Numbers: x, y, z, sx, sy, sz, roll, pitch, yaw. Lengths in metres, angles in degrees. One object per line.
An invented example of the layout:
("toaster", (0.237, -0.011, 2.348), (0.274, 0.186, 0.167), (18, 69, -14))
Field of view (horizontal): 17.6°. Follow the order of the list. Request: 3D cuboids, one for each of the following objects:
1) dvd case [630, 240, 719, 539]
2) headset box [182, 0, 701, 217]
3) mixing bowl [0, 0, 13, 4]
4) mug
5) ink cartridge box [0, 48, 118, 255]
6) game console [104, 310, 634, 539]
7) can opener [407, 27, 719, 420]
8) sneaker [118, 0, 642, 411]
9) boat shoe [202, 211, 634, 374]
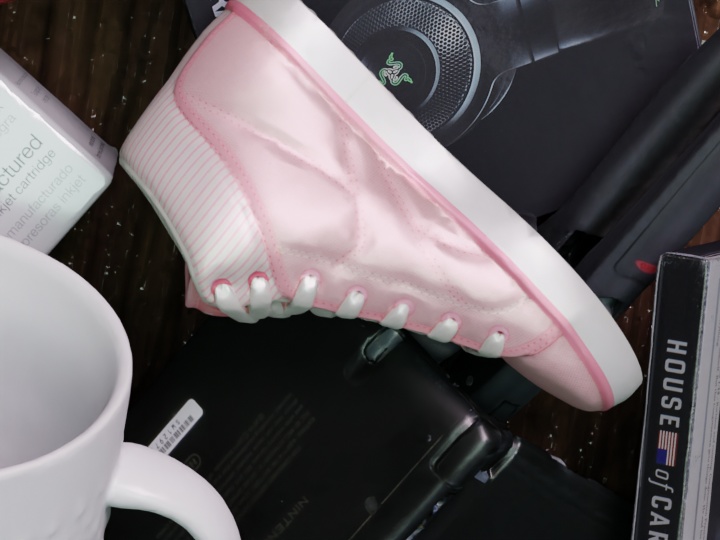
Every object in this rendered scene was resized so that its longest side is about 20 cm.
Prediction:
("dvd case", (0.157, 0.059, 0.927), (0.025, 0.200, 0.151), (9, 99, 29))
("headset box", (0.034, -0.107, 0.906), (0.199, 0.093, 0.175), (-18, 123, -3))
("mixing bowl", (-0.146, -0.166, 0.831), (0.200, 0.200, 0.109), (-28, 141, -1))
("mug", (-0.140, 0.099, 0.829), (0.199, 0.148, 0.176), (11, 124, -4))
("ink cartridge box", (-0.217, -0.054, 0.922), (0.200, 0.084, 0.145), (42, 94, -9))
("game console", (-0.012, 0.117, 0.909), (0.176, 0.116, 0.200), (46, 103, 21))
("can opener", (0.095, -0.016, 0.878), (0.200, 0.064, 0.078), (-42, 145, 25))
("sneaker", (0.000, 0.000, 0.823), (0.200, 0.075, 0.105), (44, 83, -4))
("boat shoe", (0.030, 0.024, 0.964), (0.199, 0.068, 0.072), (-19, 98, -3))
